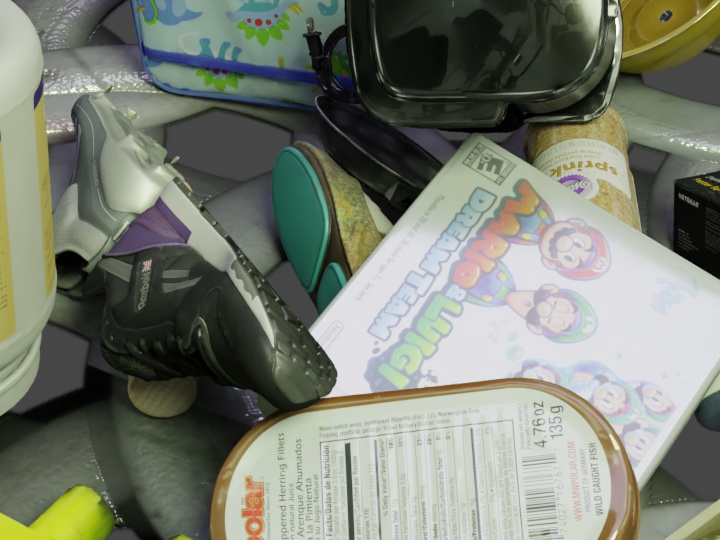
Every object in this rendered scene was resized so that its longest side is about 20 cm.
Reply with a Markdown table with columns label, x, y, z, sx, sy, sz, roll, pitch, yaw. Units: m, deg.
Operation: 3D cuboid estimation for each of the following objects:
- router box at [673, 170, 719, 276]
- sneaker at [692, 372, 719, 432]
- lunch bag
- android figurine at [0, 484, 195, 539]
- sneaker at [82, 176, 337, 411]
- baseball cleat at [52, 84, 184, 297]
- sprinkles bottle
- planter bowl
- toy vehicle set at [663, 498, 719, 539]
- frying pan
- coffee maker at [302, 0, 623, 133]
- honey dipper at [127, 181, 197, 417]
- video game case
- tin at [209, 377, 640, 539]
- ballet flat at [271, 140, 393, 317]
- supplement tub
| label | x | y | z | sx | sy | sz | roll | pitch | yaw |
| --- | --- | --- | --- | --- | --- | --- | --- | --- | --- |
| router box | 0.294 | -0.016 | 0.983 | 0.148 | 0.052 | 0.200 | -12 | 23 | -20 |
| sneaker | 0.265 | 0.092 | 0.868 | 0.198 | 0.075 | 0.085 | 1 | 67 | 19 |
| lunch bag | -0.053 | -0.184 | 1.127 | 0.198 | 0.162 | 0.083 | 11 | 39 | 14 |
| android figurine | -0.153 | 0.172 | 0.744 | 0.181 | 0.041 | 0.200 | 23 | 39 | 23 |
| sneaker | -0.080 | 0.032 | 0.843 | 0.087 | 0.076 | 0.200 | -41 | 31 | -2 |
| baseball cleat | -0.160 | -0.046 | 1.009 | 0.107 | 0.070 | 0.200 | -47 | 18 | 1 |
| sprinkles bottle | 0.131 | -0.024 | 1.006 | 0.068 | 0.069 | 0.201 | 4 | 36 | 0 |
| planter bowl | 0.203 | -0.201 | 1.206 | 0.199 | 0.084 | 0.202 | -19 | 48 | 23 |
| toy vehicle set | 0.154 | 0.184 | 0.764 | 0.199 | 0.027 | 0.124 | -27 | 47 | -35 |
| frying pan | 0.034 | -0.049 | 1.026 | 0.114 | 0.031 | 0.190 | 20 | 21 | -41 |
| coffee maker | 0.050 | -0.128 | 0.953 | 0.191 | 0.136 | 0.200 | -25 | -3 | 12 |
| honey dipper | -0.109 | 0.008 | 0.974 | 0.038 | 0.038 | 0.201 | 1 | 33 | -4 |
| video game case | 0.077 | 0.043 | 0.869 | 0.181 | 0.024 | 0.200 | 32 | 62 | 15 |
| tin | 0.027 | 0.108 | 0.785 | 0.198 | 0.042 | 0.113 | -8 | 60 | 10 |
| ballet flat | 0.000 | 0.000 | 0.970 | 0.070 | 0.071 | 0.201 | -7 | 40 | -14 |
| supplement tub | -0.228 | -0.031 | 0.859 | 0.144 | 0.201 | 0.146 | 3 | 36 | -2 |
